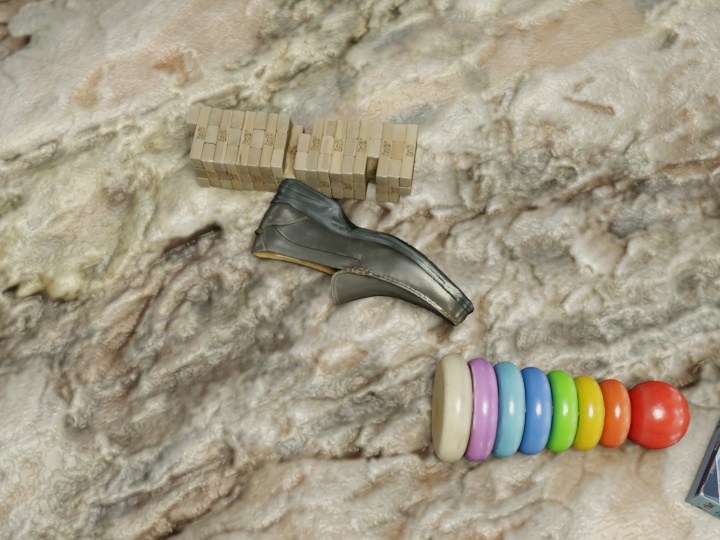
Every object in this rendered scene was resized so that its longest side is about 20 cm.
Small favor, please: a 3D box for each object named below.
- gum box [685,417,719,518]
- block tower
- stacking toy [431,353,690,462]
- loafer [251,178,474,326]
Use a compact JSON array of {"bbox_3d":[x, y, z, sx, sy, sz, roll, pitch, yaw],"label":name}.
[{"bbox_3d":[0.383,0.150,0.807,0.200,0.045,0.170,26,72,10],"label":"gum box"},{"bbox_3d":[-0.052,-0.101,0.908,0.200,0.054,0.058,7,69,5],"label":"block tower"},{"bbox_3d":[0.159,0.114,0.815,0.200,0.085,0.085,4,69,-4],"label":"stacking toy"},{"bbox_3d":[0.000,0.000,0.865,0.200,0.073,0.072,30,81,22],"label":"loafer"}]
